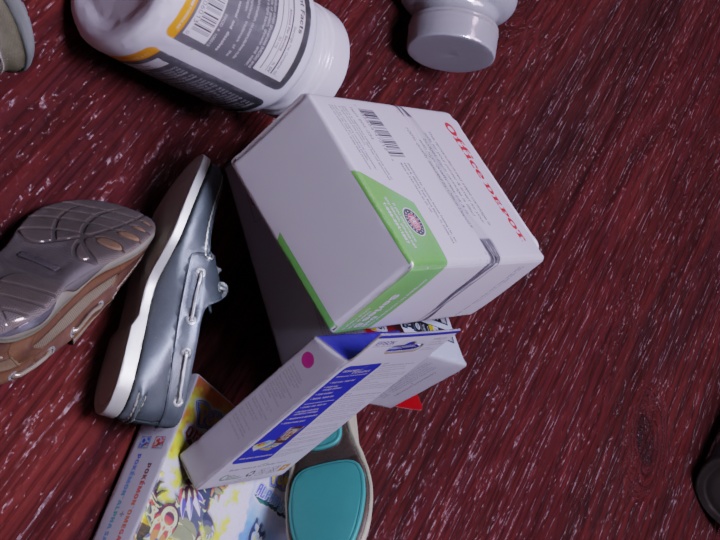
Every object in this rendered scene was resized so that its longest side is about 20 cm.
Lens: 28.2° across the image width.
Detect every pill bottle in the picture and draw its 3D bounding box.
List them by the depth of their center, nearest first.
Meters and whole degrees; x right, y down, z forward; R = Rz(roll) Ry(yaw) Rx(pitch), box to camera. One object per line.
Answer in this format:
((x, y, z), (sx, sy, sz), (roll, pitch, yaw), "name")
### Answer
((-0.104, -0.183, 1.051), (0.200, 0.116, 0.116), (20, 70, -51), "pill bottle")
((0.095, -0.291, 1.329), (0.111, 0.111, 0.200), (27, 66, -49), "pill bottle")

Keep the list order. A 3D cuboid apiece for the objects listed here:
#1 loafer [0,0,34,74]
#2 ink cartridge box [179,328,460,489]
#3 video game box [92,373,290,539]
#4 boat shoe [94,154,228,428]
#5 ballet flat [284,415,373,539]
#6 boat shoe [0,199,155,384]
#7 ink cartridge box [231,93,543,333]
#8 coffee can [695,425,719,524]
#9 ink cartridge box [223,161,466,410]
((-0.280, -0.185, 0.866), (0.200, 0.075, 0.070), (50, 61, -32), "loafer")
((-0.030, 0.086, 0.994), (0.095, 0.200, 0.037), (-1, 58, -53), "ink cartridge box")
((-0.107, 0.204, 1.068), (0.200, 0.047, 0.182), (47, 49, -40), "video game box")
((-0.130, 0.016, 1.021), (0.062, 0.073, 0.200), (23, 74, -22), "boat shoe")
((-0.023, 0.155, 1.098), (0.069, 0.069, 0.200), (44, 32, -42), "ballet flat")
((-0.204, 0.012, 0.948), (0.200, 0.076, 0.072), (-42, 153, -56), "boat shoe")
((0.025, -0.041, 1.025), (0.200, 0.084, 0.146), (-2, 57, -58), "ink cartridge box")
((0.526, 0.223, 1.820), (0.200, 0.146, 0.146), (-53, 127, -42), "coffee can")
((0.000, 0.000, 1.137), (0.176, 0.084, 0.200), (17, 47, -52), "ink cartridge box")
